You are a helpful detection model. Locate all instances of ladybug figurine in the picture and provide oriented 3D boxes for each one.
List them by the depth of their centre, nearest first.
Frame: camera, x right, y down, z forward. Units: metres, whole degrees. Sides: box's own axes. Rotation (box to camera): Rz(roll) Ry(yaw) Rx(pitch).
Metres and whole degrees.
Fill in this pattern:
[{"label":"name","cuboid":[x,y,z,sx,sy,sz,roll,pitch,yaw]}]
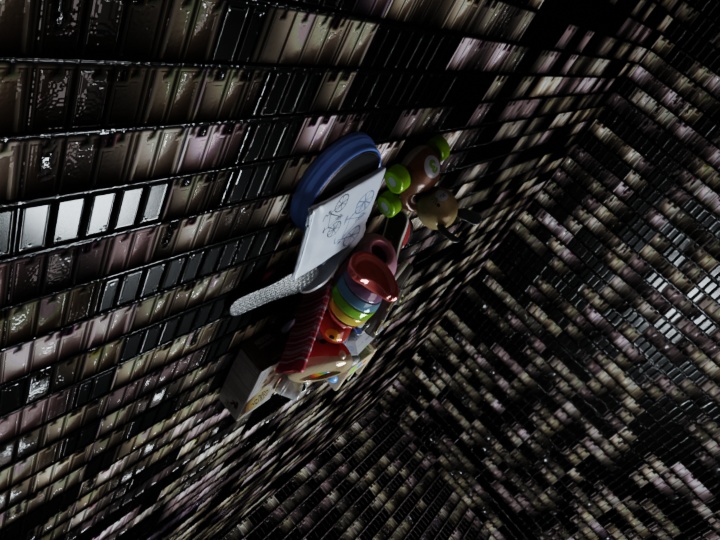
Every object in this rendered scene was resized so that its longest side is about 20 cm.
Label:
[{"label":"ladybug figurine","cuboid":[-0.094,0.203,1.258,0.133,0.075,0.197,8,155,-41]}]

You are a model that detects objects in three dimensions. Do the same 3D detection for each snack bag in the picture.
[{"label":"snack bag","cuboid":[-0.044,-0.082,0.993,0.198,0.021,0.191,-36,159,-37]}]

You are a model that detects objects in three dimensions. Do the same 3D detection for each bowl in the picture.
[{"label":"bowl","cuboid":[-0.039,-0.145,0.970,0.200,0.039,0.202,-43,163,-16]}]

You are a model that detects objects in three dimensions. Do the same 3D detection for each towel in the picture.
[{"label":"towel","cuboid":[-0.118,0.119,1.161,0.144,0.022,0.206,-22,-134,61]}]

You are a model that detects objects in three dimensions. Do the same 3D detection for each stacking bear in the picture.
[{"label":"stacking bear","cuboid":[-0.021,0.071,1.151,0.202,0.119,0.115,-53,-164,28]}]

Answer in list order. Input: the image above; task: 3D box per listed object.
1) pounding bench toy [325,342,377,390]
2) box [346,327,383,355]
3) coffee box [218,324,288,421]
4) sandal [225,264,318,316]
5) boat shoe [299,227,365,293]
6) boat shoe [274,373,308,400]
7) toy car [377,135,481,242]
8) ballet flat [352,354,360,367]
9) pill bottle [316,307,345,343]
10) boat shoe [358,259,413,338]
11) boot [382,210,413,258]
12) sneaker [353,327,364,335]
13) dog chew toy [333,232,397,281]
[{"label":"pounding bench toy","cuboid":[-0.040,0.240,1.702,0.154,0.124,0.203,-24,152,-52]},{"label":"box","cuboid":[-0.039,0.188,1.538,0.151,0.043,0.199,-12,-172,24]},{"label":"coffee box","cuboid":[-0.238,0.235,1.263,0.112,0.080,0.203,-28,155,-49]},{"label":"sandal","cuboid":[-0.167,0.022,1.043,0.195,0.046,0.076,-22,149,-25]},{"label":"boat shoe","cuboid":[-0.061,-0.028,1.148,0.202,0.069,0.067,-52,164,-11]},{"label":"boat shoe","cuboid":[-0.165,0.280,1.390,0.073,0.068,0.200,-54,-179,-5]},{"label":"toy car","cuboid":[0.162,-0.151,1.177,0.163,0.200,0.159,-36,162,-28]},{"label":"ballet flat","cuboid":[-0.096,0.258,1.543,0.193,0.071,0.068,-12,180,20]},{"label":"pill bottle","cuboid":[-0.080,0.122,1.327,0.119,0.120,0.201,-39,164,-19]},{"label":"boat shoe","cuboid":[0.070,0.068,1.348,0.203,0.060,0.072,-53,-174,0]},{"label":"boot","cuboid":[0.077,-0.043,1.390,0.206,0.071,0.144,-66,166,1]},{"label":"sneaker","cuboid":[-0.033,0.098,1.483,0.080,0.117,0.198,-38,-169,-16]},{"label":"dog chew toy","cuboid":[0.000,0.000,1.271,0.123,0.127,0.199,-32,175,-38]}]
